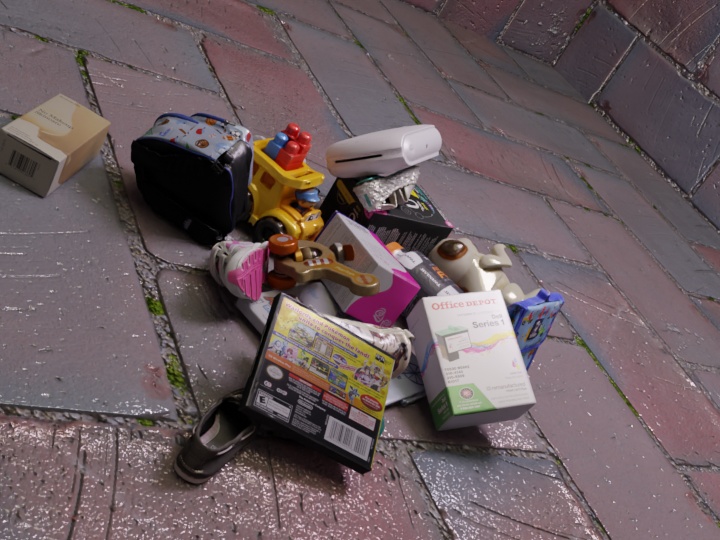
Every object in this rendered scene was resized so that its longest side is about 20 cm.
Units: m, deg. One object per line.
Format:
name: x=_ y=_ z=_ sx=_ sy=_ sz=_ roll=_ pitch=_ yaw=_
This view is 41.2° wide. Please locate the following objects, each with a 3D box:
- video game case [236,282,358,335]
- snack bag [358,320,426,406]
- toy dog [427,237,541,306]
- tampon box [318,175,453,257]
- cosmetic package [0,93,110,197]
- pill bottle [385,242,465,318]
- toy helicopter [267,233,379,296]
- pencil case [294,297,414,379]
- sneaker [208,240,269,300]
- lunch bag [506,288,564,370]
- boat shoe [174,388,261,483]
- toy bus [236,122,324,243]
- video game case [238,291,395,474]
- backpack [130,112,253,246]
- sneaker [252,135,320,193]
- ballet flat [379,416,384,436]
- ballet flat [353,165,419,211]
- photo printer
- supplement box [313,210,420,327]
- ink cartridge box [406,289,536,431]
video game case: x=-0.066 y=0.097 z=1.480 sx=0.182 sy=0.024 sz=0.200 roll=-10 pitch=46 yaw=-49
snack bag: x=0.015 y=0.146 z=1.523 sx=0.189 sy=0.021 sz=0.200 roll=44 pitch=32 yaw=24
toy dog: x=0.208 y=0.027 z=1.808 sx=0.194 sy=0.140 sz=0.200 roll=-36 pitch=82 yaw=-23
tampon box: x=0.044 y=-0.093 z=1.836 sx=0.200 sy=0.126 sz=0.150 roll=8 pitch=35 yaw=-39
cosmetic package: x=-0.486 y=-0.201 z=1.511 sx=0.105 sy=0.071 sz=0.200 roll=29 pitch=27 yaw=-6
pill bottle: x=0.107 y=0.038 z=1.710 sx=0.200 sy=0.106 sz=0.106 roll=44 pitch=29 yaw=21
toy helicopter: x=-0.045 y=-0.005 z=1.504 sx=0.200 sy=0.079 sz=0.132 roll=23 pitch=32 yaw=35
pencil case: x=-0.023 y=0.103 z=1.394 sx=0.200 sy=0.089 sz=0.078 roll=14 pitch=32 yaw=-26
sneaker: x=-0.193 y=-0.002 z=1.472 sx=0.088 sy=0.081 sz=0.200 roll=3 pitch=7 yaw=0
lunch bag: x=0.264 y=0.107 z=1.656 sx=0.150 sy=0.200 sz=0.094 roll=-7 pitch=46 yaw=-51
boat shoe: x=-0.165 y=0.195 z=1.206 sx=0.067 sy=0.057 sz=0.200 roll=34 pitch=27 yaw=3
toy bus: x=-0.131 y=-0.149 z=1.676 sx=0.200 sy=0.192 sz=0.136 roll=41 pitch=26 yaw=13
video game case: x=-0.052 y=0.150 z=1.281 sx=0.200 sy=0.025 sz=0.181 roll=31 pitch=51 yaw=-21
backpack: x=-0.271 y=-0.169 z=1.558 sx=0.190 sy=0.200 sz=0.154 roll=19 pitch=46 yaw=6
sneaker: x=-0.162 y=-0.190 z=1.842 sx=0.200 sy=0.076 sz=0.114 roll=22 pitch=-20 yaw=41
ballet flat: x=-0.062 y=0.195 z=1.321 sx=0.200 sy=0.072 sz=0.072 roll=20 pitch=29 yaw=-29
ballet flat: x=0.053 y=-0.144 z=1.741 sx=0.072 sy=0.072 sz=0.200 roll=41 pitch=32 yaw=16
photo printer: x=0.039 y=-0.217 z=1.743 sx=0.166 sy=0.070 sz=0.200 roll=-5 pitch=12 yaw=26
supplement box: x=0.000 y=0.000 z=1.608 sx=0.101 sy=0.103 sz=0.200 roll=30 pitch=12 yaw=-34
ink cartridge box: x=0.172 y=0.139 z=1.514 sx=0.145 sy=0.084 sz=0.200 roll=-5 pitch=64 yaw=-19
